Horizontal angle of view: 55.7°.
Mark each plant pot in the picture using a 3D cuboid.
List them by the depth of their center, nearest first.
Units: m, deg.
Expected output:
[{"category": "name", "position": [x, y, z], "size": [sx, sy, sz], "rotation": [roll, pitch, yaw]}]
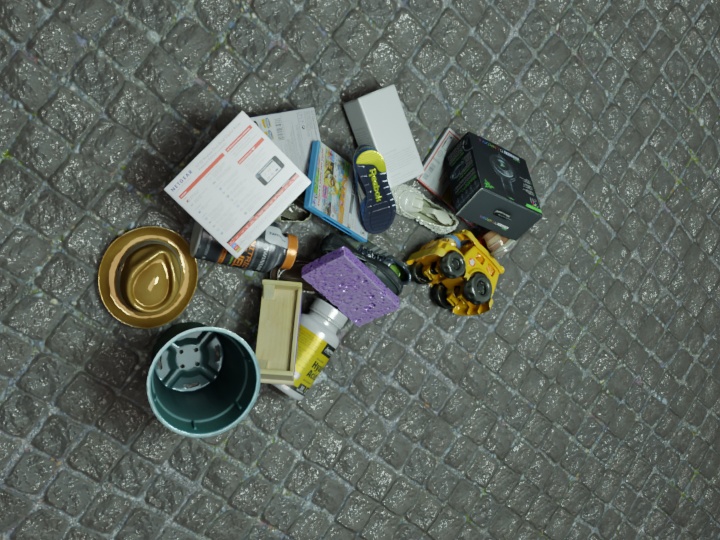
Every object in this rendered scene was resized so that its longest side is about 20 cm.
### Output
[{"category": "plant pot", "position": [-0.312, 0.187, 1.291], "size": [0.199, 0.196, 0.201], "rotation": [-3, 98, -23]}]

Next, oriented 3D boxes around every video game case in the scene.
[{"category": "video game case", "position": [-0.040, -0.158, 1.396], "size": [0.200, 0.018, 0.144], "rotation": [29, 62, -50]}, {"category": "video game case", "position": [0.232, -0.213, 1.583], "size": [0.200, 0.017, 0.143], "rotation": [37, 82, -24]}]

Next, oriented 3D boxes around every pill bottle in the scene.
[{"category": "pill bottle", "position": [-0.226, -0.056, 1.343], "size": [0.199, 0.106, 0.107], "rotation": [12, 92, -22]}, {"category": "pill bottle", "position": [-0.115, 0.161, 1.426], "size": [0.111, 0.111, 0.200], "rotation": [37, 82, -24]}]

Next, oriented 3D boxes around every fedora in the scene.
[{"category": "fedora", "position": [-0.397, 0.016, 1.292], "size": [0.200, 0.082, 0.202], "rotation": [-4, 99, -25]}]

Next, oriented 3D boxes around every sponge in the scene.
[{"category": "sponge", "position": [-0.018, 0.036, 1.389], "size": [0.111, 0.030, 0.200], "rotation": [-25, 132, 26]}]

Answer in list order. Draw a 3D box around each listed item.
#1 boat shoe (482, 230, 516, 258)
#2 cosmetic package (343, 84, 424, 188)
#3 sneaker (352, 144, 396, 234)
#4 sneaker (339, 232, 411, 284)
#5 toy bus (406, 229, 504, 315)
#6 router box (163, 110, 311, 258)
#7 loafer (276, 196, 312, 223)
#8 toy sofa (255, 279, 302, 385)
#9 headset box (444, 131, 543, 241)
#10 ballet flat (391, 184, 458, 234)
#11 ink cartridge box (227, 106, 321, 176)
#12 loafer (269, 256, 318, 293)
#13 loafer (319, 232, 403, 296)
[{"category": "boat shoe", "position": [0.338, -0.105, 1.582], "size": [0.072, 0.076, 0.200], "rotation": [48, 38, -5]}, {"category": "cosmetic package", "position": [0.051, -0.280, 1.452], "size": [0.101, 0.074, 0.201], "rotation": [-27, 103, -27]}, {"category": "sneaker", "position": [0.026, -0.170, 1.408], "size": [0.074, 0.082, 0.201], "rotation": [-13, 125, -8]}, {"category": "sneaker", "position": [0.033, -0.024, 1.483], "size": [0.199, 0.081, 0.074], "rotation": [25, 86, -25]}, {"category": "toy bus", "position": [0.232, -0.024, 1.555], "size": [0.200, 0.136, 0.192], "rotation": [43, 62, -21]}, {"category": "router box", "position": [-0.221, -0.155, 1.238], "size": [0.200, 0.049, 0.180], "rotation": [-45, 106, -4]}, {"category": "loafer", "position": [-0.183, -0.138, 1.376], "size": [0.199, 0.068, 0.076], "rotation": [6, 95, -25]}, {"category": "toy sofa", "position": [-0.164, 0.125, 1.360], "size": [0.082, 0.098, 0.201], "rotation": [4, 67, -3]}, {"category": "headset box", "position": [0.289, -0.179, 1.493], "size": [0.174, 0.093, 0.201], "rotation": [21, 44, -25]}, {"category": "ballet flat", "position": [0.140, -0.141, 1.526], "size": [0.199, 0.072, 0.072], "rotation": [24, 87, -25]}, {"category": "ink cartridge box", "position": [-0.172, -0.237, 1.330], "size": [0.200, 0.076, 0.137], "rotation": [-23, 106, -43]}, {"category": "loafer", "position": [-0.092, 0.013, 1.437], "size": [0.199, 0.071, 0.073], "rotation": [4, 96, -25]}, {"category": "loafer", "position": [0.000, 0.000, 1.418], "size": [0.200, 0.070, 0.068], "rotation": [35, 122, -9]}]
